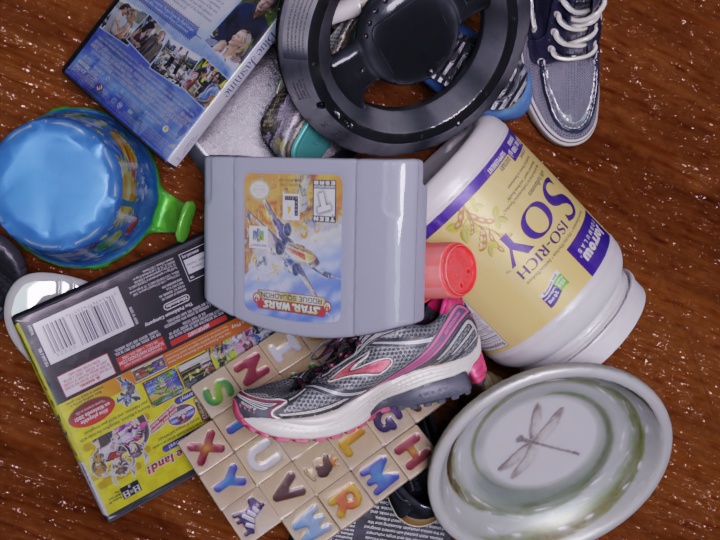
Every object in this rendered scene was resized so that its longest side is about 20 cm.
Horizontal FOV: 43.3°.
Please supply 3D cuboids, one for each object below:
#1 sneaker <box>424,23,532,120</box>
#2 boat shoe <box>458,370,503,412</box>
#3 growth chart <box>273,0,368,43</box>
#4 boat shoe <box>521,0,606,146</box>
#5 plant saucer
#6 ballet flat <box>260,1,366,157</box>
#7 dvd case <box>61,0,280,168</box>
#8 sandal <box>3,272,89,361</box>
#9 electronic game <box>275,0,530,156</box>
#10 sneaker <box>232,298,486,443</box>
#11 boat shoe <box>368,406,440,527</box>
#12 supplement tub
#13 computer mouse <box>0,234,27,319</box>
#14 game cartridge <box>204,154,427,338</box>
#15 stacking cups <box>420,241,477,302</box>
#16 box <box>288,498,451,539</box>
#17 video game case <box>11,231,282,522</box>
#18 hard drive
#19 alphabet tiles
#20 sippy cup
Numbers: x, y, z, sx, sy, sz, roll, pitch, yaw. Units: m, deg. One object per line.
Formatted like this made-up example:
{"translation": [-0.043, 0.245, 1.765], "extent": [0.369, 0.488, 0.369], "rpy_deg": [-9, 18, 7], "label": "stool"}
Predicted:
{"translation": [0.061, -0.192, 0.785], "extent": [0.200, 0.078, 0.066], "rpy_deg": [37, 95, 11], "label": "sneaker"}
{"translation": [0.137, 0.177, 0.815], "extent": [0.062, 0.073, 0.201], "rpy_deg": [-17, 107, -12], "label": "boat shoe"}
{"translation": [-0.060, -0.269, 0.722], "extent": [0.144, 0.018, 0.201], "rpy_deg": [-22, 70, 14], "label": "growth chart"}
{"translation": [0.176, -0.208, 0.778], "extent": [0.074, 0.093, 0.202], "rpy_deg": [-13, 95, -6], "label": "boat shoe"}
{"translation": [0.147, 0.144, 0.728], "extent": [0.198, 0.050, 0.201], "rpy_deg": [-4, 122, -7], "label": "plant saucer"}
{"translation": [-0.014, -0.174, 0.728], "extent": [0.072, 0.072, 0.201], "rpy_deg": [39, 89, -8], "label": "ballet flat"}
{"translation": [-0.131, -0.197, 0.709], "extent": [0.142, 0.018, 0.200], "rpy_deg": [39, 92, 25], "label": "dvd case"}
{"translation": [-0.206, 0.068, 0.767], "extent": [0.202, 0.050, 0.083], "rpy_deg": [30, 80, -23], "label": "sandal"}
{"translation": [0.034, -0.177, 0.672], "extent": [0.199, 0.042, 0.201], "rpy_deg": [-11, 127, -15], "label": "electronic game"}
{"translation": [-0.004, 0.074, 0.701], "extent": [0.199, 0.081, 0.075], "rpy_deg": [-17, 104, -13], "label": "sneaker"}
{"translation": [0.027, 0.119, 0.777], "extent": [0.074, 0.062, 0.201], "rpy_deg": [-17, 75, -14], "label": "boat shoe"}
{"translation": [0.124, -0.012, 0.758], "extent": [0.200, 0.145, 0.145], "rpy_deg": [44, 88, -8], "label": "supplement tub"}
{"translation": [-0.372, 0.027, 0.747], "extent": [0.140, 0.046, 0.200], "rpy_deg": [36, 100, -13], "label": "computer mouse"}
{"translation": [-0.042, -0.019, 0.680], "extent": [0.199, 0.041, 0.134], "rpy_deg": [5, 94, 35], "label": "game cartridge"}
{"translation": [0.000, 0.000, 0.711], "extent": [0.060, 0.199, 0.061], "rpy_deg": [4, 84, -42], "label": "stacking cups"}
{"translation": [0.005, 0.254, 0.816], "extent": [0.142, 0.036, 0.202], "rpy_deg": [12, 91, -8], "label": "box"}
{"translation": [-0.155, 0.078, 0.750], "extent": [0.199, 0.025, 0.182], "rpy_deg": [-26, 104, -23], "label": "video game case"}
{"translation": [-0.100, -0.148, 0.770], "extent": [0.135, 0.042, 0.200], "rpy_deg": [-38, 98, -4], "label": "hard drive"}
{"translation": [-0.037, 0.122, 0.734], "extent": [0.199, 0.006, 0.167], "rpy_deg": [-32, 68, -19], "label": "alphabet tiles"}
{"translation": [-0.230, -0.066, 0.715], "extent": [0.177, 0.130, 0.141], "rpy_deg": [-20, 97, -6], "label": "sippy cup"}
